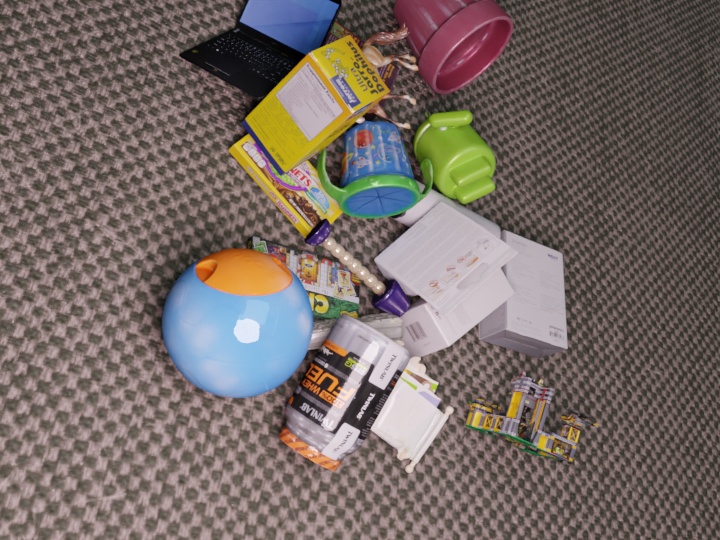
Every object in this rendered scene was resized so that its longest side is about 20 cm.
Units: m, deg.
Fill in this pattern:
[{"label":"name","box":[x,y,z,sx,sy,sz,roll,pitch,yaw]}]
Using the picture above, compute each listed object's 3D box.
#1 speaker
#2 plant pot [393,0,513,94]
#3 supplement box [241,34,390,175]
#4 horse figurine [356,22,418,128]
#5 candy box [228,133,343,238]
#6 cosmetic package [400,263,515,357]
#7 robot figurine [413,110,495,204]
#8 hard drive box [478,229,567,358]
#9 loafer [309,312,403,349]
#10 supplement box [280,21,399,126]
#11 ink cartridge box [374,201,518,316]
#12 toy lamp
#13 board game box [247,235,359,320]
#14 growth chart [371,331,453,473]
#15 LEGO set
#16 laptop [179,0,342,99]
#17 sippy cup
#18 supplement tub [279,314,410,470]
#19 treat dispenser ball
[{"label":"speaker","box":[0.155,-0.088,1.437,0.200,0.081,0.081,25,59,-24]},{"label":"plant pot","box":[0.166,-0.476,1.548,0.200,0.200,0.179,-26,71,-39]},{"label":"supplement box","box":[-0.072,-0.254,1.239,0.109,0.200,0.110,54,44,-5]},{"label":"horse figurine","box":[0.031,-0.326,1.350,0.132,0.050,0.200,9,76,-13]},{"label":"candy box","box":[-0.116,-0.150,1.307,0.200,0.026,0.102,49,48,-9]},{"label":"cosmetic package","box":[0.158,0.061,1.361,0.200,0.108,0.085,-30,90,-38]},{"label":"robot figurine","box":[0.169,-0.210,1.448,0.116,0.176,0.200,-27,46,-3]},{"label":"hard drive box","box":[0.303,0.046,1.487,0.156,0.077,0.200,19,62,-28]},{"label":"loafer","box":[-0.021,0.111,1.237,0.200,0.070,0.070,-4,99,-24]},{"label":"supplement box","box":[-0.044,-0.358,1.405,0.200,0.086,0.110,32,57,-20]},{"label":"ink cartridge box","box":[0.140,-0.013,1.296,0.160,0.200,0.047,-40,134,-9]},{"label":"toy lamp","box":[0.000,0.000,1.281,0.200,0.058,0.058,44,52,-14]},{"label":"board game box","box":[-0.090,0.020,1.259,0.200,0.023,0.105,16,65,-29]},{"label":"growth chart","box":[0.059,0.203,1.240,0.200,0.018,0.145,45,78,-18]},{"label":"LEGO set","box":[0.287,0.240,1.347,0.200,0.154,0.116,25,76,-16]},{"label":"laptop","box":[-0.160,-0.387,1.276,0.177,0.103,0.200,31,49,23]},{"label":"sippy cup","box":[0.025,-0.171,1.318,0.178,0.139,0.131,22,57,-54]},{"label":"supplement tub","box":[-0.025,0.175,1.139,0.122,0.123,0.200,32,83,-20]},{"label":"treat dispenser ball","box":[-0.164,0.071,1.070,0.201,0.201,0.201,14,64,-30]}]
